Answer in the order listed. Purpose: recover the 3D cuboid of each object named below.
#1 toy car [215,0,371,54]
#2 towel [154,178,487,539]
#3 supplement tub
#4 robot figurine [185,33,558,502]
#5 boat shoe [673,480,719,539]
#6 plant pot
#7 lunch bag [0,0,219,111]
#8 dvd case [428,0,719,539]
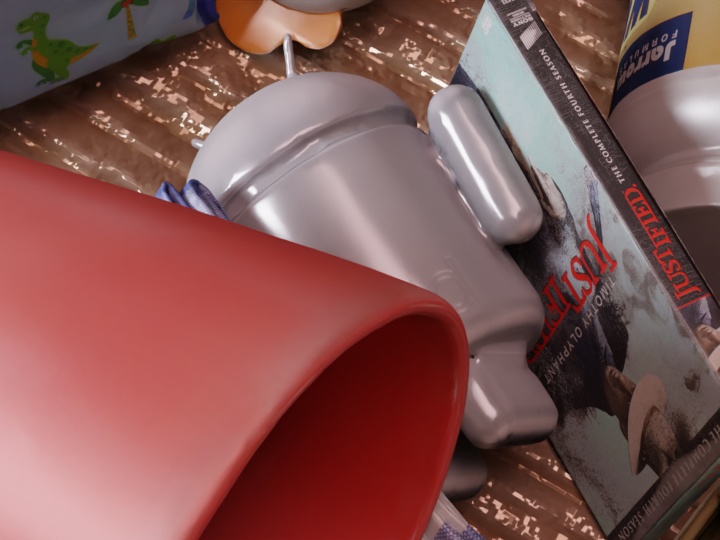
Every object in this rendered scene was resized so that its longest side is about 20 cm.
[{"bbox_3d":[-0.018,-0.200,0.869,0.176,0.184,0.201,38,96,12],"label":"toy car"},{"bbox_3d":[-0.047,0.081,0.741,0.200,0.147,0.024,50,33,18],"label":"towel"},{"bbox_3d":[0.183,-0.083,0.819,0.143,0.145,0.202,14,64,1],"label":"supplement tub"},{"bbox_3d":[0.000,0.000,0.781,0.169,0.113,0.201,-40,71,16],"label":"robot figurine"},{"bbox_3d":[0.144,0.121,0.708,0.201,0.063,0.073,-49,58,19],"label":"boat shoe"},{"bbox_3d":[-0.087,0.058,0.617,0.176,0.201,0.201,28,65,21],"label":"plant pot"},{"bbox_3d":[-0.179,-0.182,0.849,0.169,0.128,0.201,-23,57,-19],"label":"lunch bag"},{"bbox_3d":[0.087,0.005,0.771,0.022,0.146,0.201,-21,69,-23],"label":"dvd case"}]
